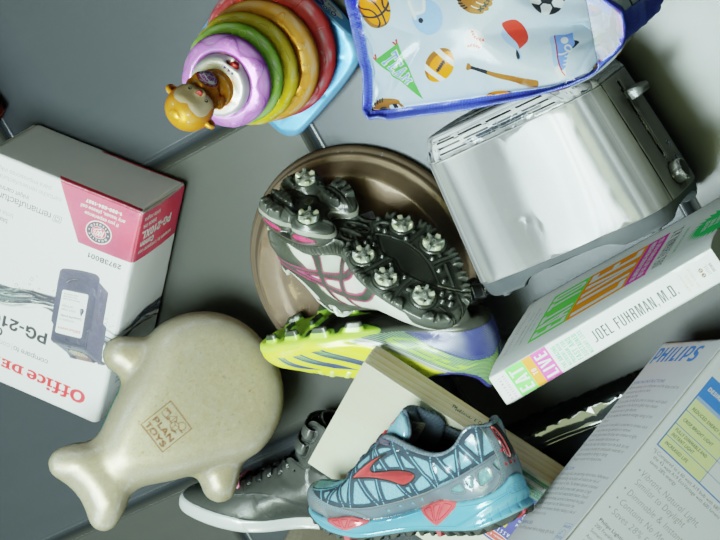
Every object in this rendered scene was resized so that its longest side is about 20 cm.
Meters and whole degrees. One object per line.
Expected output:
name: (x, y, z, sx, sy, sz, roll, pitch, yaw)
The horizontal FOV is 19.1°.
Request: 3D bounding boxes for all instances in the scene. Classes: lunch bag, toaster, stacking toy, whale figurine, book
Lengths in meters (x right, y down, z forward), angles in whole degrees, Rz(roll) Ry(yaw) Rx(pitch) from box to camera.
lunch bag: (0.111, -0.186, 1.492, 0.199, 0.170, 0.124, -2, 110, 24)
toaster: (0.137, -0.070, 1.560, 0.199, 0.114, 0.130, -24, 96, 32)
stacking toy: (-0.093, -0.145, 1.571, 0.116, 0.200, 0.110, 43, 119, 3)
whale figurine: (-0.158, 0.122, 1.721, 0.159, 0.200, 0.104, 51, 164, -6)
book: (0.196, 0.021, 1.557, 0.200, 0.134, 0.048, -33, 95, 28)

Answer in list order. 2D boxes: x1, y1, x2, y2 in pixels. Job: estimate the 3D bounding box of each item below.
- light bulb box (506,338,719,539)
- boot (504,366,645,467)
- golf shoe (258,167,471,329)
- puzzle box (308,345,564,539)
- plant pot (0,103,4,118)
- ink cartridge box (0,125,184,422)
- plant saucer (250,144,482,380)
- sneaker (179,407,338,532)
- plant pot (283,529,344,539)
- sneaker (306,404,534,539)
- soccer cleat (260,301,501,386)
light bulb box: (0.249, 0.186, 1.537, 0.198, 0.125, 0.200, 43, 78, -9)
boot: (0.189, 0.182, 1.655, 0.199, 0.076, 0.169, -25, 96, 22)
golf shoe: (0.008, -0.001, 1.614, 0.200, 0.077, 0.088, 34, 144, 35)
puzzle box: (0.067, 0.157, 1.641, 0.200, 0.025, 0.133, 33, 133, 4)
plant pot: (-0.409, -0.105, 1.729, 0.176, 0.200, 0.200, 34, 119, -7)
ink cartridge box: (-0.242, 0.004, 1.755, 0.144, 0.084, 0.201, 22, 116, 14)
plant saucer: (0.000, 0.000, 1.689, 0.199, 0.029, 0.201, 8, 112, 20)
sneaker: (-0.056, 0.160, 1.754, 0.199, 0.071, 0.100, 0, 108, 16)
plant pot: (-0.035, 0.354, 1.757, 0.200, 0.177, 0.200, 33, 119, 8)
sneaker: (0.040, 0.146, 1.596, 0.199, 0.079, 0.096, -9, 95, 37)
soccer cleat: (0.014, 0.067, 1.657, 0.199, 0.065, 0.084, -6, 112, 24)
